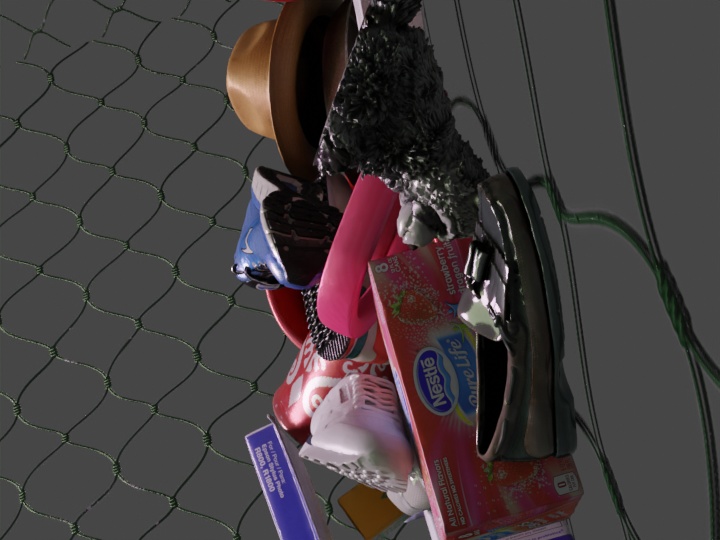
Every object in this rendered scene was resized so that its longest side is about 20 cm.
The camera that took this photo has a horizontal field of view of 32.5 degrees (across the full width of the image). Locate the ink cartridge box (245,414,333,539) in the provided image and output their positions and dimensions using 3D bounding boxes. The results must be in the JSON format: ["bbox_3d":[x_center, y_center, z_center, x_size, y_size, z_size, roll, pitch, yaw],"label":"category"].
[{"bbox_3d":[-0.053,0.246,1.149,0.200,0.040,0.201,78,170,-71],"label":"ink cartridge box"}]

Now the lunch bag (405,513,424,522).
[{"bbox_3d":[0.082,0.209,1.479,0.200,0.126,0.172,45,-149,-80],"label":"lunch bag"}]

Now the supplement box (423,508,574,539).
[{"bbox_3d":[0.106,0.210,1.002,0.200,0.102,0.102,-111,5,-62],"label":"supplement box"}]

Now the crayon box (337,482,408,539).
[{"bbox_3d":[0.047,0.210,1.220,0.052,0.199,0.126,51,173,13],"label":"crayon box"}]

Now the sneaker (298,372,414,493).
[{"bbox_3d":[0.000,0.116,0.925,0.081,0.076,0.200,-65,11,-8],"label":"sneaker"}]

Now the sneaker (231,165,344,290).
[{"bbox_3d":[-0.059,-0.018,1.003,0.200,0.078,0.090,-115,41,-71],"label":"sneaker"}]

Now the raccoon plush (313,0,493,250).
[{"bbox_3d":[0.054,-0.112,0.798,0.097,0.133,0.202,-74,4,-64],"label":"raccoon plush"}]

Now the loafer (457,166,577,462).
[{"bbox_3d":[0.087,0.037,0.734,0.072,0.062,0.202,-109,4,-59],"label":"loafer"}]

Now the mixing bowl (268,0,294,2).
[{"bbox_3d":[-0.059,-0.297,1.009,0.108,0.199,0.202,35,-151,-46],"label":"mixing bowl"}]

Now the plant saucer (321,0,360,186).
[{"bbox_3d":[0.005,-0.153,1.118,0.200,0.034,0.203,-7,-90,-74],"label":"plant saucer"}]

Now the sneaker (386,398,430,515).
[{"bbox_3d":[0.054,0.102,0.993,0.092,0.075,0.202,-41,27,44],"label":"sneaker"}]

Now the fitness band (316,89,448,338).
[{"bbox_3d":[0.023,-0.045,0.940,0.144,0.037,0.202,-14,-55,-76],"label":"fitness band"}]

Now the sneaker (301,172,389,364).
[{"bbox_3d":[0.000,0.000,1.071,0.071,0.092,0.201,-53,35,38],"label":"sneaker"}]

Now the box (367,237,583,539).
[{"bbox_3d":[0.077,0.085,0.870,0.096,0.098,0.202,78,177,-69],"label":"box"}]

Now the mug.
[{"bbox_3d":[0.023,0.064,1.195,0.133,0.177,0.202,37,117,27],"label":"mug"}]

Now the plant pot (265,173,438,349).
[{"bbox_3d":[0.008,0.006,1.359,0.177,0.198,0.203,26,-132,-79],"label":"plant pot"}]

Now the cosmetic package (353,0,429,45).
[{"bbox_3d":[0.028,-0.175,0.983,0.201,0.050,0.083,76,-178,-49],"label":"cosmetic package"}]

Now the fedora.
[{"bbox_3d":[-0.067,-0.173,1.126,0.200,0.081,0.204,5,-90,-72],"label":"fedora"}]
